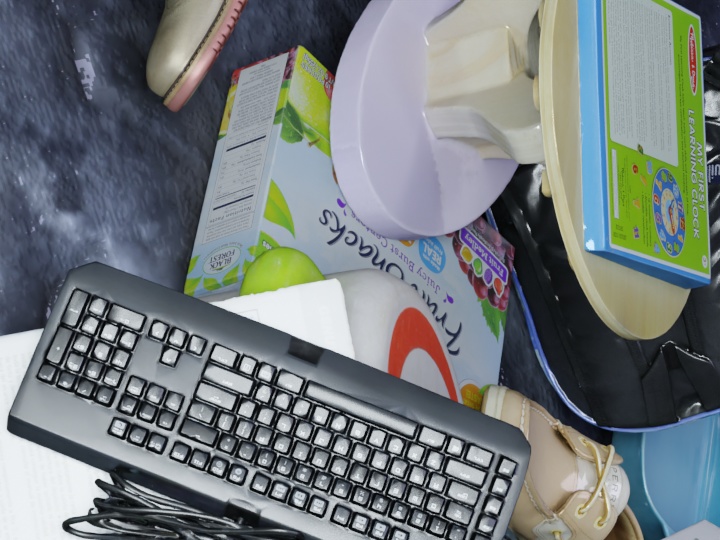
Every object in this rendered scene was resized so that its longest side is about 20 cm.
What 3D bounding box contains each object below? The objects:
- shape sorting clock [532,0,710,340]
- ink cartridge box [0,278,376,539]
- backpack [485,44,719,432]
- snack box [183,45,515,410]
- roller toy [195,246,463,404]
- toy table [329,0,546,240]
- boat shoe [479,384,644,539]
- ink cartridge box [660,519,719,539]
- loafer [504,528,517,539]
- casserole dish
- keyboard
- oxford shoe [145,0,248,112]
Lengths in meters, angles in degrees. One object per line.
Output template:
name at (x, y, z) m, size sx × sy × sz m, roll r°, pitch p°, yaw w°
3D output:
shape sorting clock at (0.126, -0.067, 1.137) m, size 0.200 × 0.039 × 0.202 m, roll 18°, pitch 69°, yaw -57°
ink cartridge box at (-0.092, 0.102, 0.951) m, size 0.057 × 0.199 × 0.164 m, roll 124°, pitch -45°, yaw -77°
backpack at (0.180, -0.019, 1.370) m, size 0.147 × 0.182 × 0.201 m, roll -29°, pitch 103°, yaw -69°
snack box at (0.000, 0.000, 1.227) m, size 0.200 × 0.053 × 0.143 m, roll 40°, pitch 48°, yaw -38°
roller toy at (-0.032, 0.100, 1.047) m, size 0.182 × 0.139 × 0.202 m, roll 23°, pitch 58°, yaw -72°
toy table at (0.081, -0.099, 1.219) m, size 0.184 × 0.117 × 0.201 m, roll 55°, pitch 42°, yaw -31°
boat shoe at (0.111, 0.116, 1.260) m, size 0.200 × 0.069 × 0.074 m, roll 55°, pitch 39°, yaw -60°
ink cartridge box at (0.172, 0.214, 1.313) m, size 0.200 × 0.068 × 0.117 m, roll -11°, pitch 125°, yaw -55°
loafer at (0.051, 0.222, 1.139) m, size 0.063 × 0.071 × 0.202 m, roll -123°, pitch -147°, yaw -73°
casserole dish at (0.199, 0.100, 1.470) m, size 0.121 × 0.039 × 0.201 m, roll 45°, pitch 44°, yaw -34°
keyboard at (-0.038, 0.073, 0.916) m, size 0.040 × 0.199 × 0.105 m, roll 102°, pitch 8°, yaw -78°
oxford shoe at (-0.089, -0.170, 1.185) m, size 0.074 × 0.070 × 0.201 m, roll 22°, pitch 55°, yaw -17°
